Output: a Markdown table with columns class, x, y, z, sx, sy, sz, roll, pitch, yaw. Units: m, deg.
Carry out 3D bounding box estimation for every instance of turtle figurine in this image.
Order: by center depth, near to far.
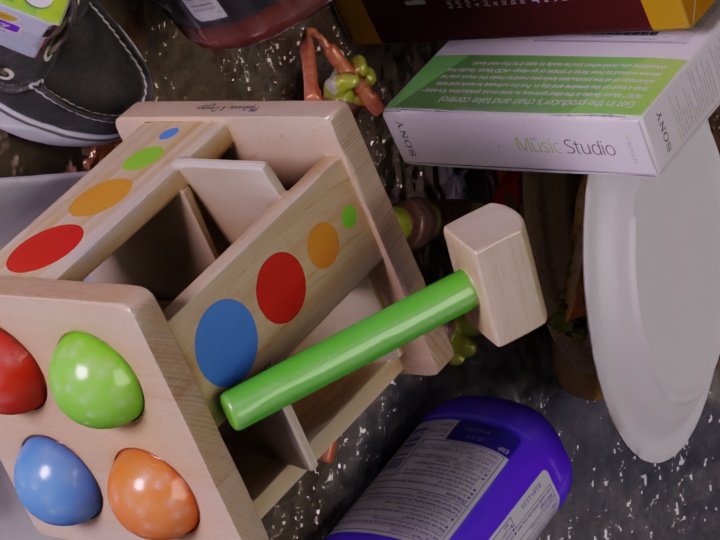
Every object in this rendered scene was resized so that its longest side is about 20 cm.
| class | x | y | z | sx | sy | sz | roll | pitch | yaw |
| --- | --- | --- | --- | --- | --- | --- | --- | --- | --- |
| turtle figurine | 0.000 | 0.000 | 1.155 | 0.161 | 0.064 | 0.201 | 21 | 61 | -56 |

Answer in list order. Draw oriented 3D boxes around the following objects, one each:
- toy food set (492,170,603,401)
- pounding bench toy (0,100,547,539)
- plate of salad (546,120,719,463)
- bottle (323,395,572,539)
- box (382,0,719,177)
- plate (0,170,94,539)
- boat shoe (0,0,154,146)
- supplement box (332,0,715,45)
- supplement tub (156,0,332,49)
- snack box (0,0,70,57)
| class | x | y | z | sx | sy | sz | roll | pitch | yaw |
| --- | --- | --- | --- | --- | --- | --- | --- | --- | --- |
| toy food set | 0.116 | -0.045 | 1.271 | 0.200 | 0.048 | 0.199 | 41 | 54 | -56 |
| pounding bench toy | -0.045 | 0.028 | 0.962 | 0.156 | 0.199 | 0.125 | -45 | 124 | -37 |
| plate of salad | 0.135 | -0.008 | 1.200 | 0.200 | 0.048 | 0.201 | 5 | 84 | -64 |
| bottle | 0.020 | 0.143 | 1.168 | 0.200 | 0.083 | 0.065 | -49 | 125 | -35 |
| box | 0.122 | -0.115 | 1.146 | 0.200 | 0.144 | 0.036 | -46 | 126 | -36 |
| plate | -0.164 | 0.062 | 1.007 | 0.199 | 0.032 | 0.201 | -5 | 95 | -46 |
| boat shoe | -0.148 | -0.108 | 1.000 | 0.200 | 0.056 | 0.069 | 35 | 67 | -42 |
| supplement box | 0.065 | -0.222 | 1.120 | 0.133 | 0.199 | 0.198 | -48 | 124 | -36 |
| supplement tub | -0.082 | -0.195 | 1.034 | 0.200 | 0.107 | 0.107 | 54 | 55 | -33 |
| snack box | -0.184 | -0.181 | 0.898 | 0.199 | 0.053 | 0.143 | 21 | 75 | -14 |
